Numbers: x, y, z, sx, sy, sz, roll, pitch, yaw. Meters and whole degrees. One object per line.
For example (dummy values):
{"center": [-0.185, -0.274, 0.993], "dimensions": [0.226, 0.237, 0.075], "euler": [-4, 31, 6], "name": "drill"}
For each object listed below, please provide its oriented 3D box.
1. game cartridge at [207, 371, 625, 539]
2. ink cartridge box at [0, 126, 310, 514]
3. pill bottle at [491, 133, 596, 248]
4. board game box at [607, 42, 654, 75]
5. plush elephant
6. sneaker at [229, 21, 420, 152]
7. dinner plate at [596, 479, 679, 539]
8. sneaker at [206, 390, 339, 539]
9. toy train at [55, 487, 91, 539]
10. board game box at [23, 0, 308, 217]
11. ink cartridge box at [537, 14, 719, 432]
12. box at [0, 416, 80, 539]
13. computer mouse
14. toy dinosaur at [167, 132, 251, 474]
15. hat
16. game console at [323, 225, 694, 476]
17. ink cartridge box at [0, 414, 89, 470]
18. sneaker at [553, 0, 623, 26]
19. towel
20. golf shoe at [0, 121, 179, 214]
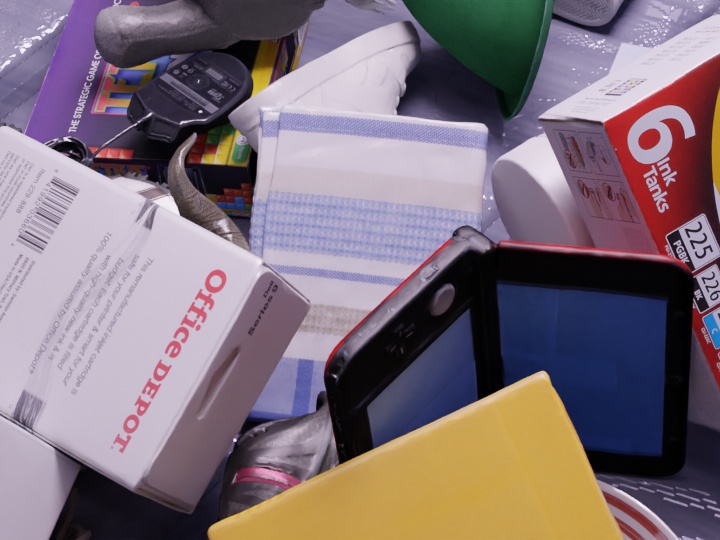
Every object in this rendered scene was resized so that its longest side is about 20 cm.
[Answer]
{"center": [0.044, 0.173, 1.031], "dimensions": [0.199, 0.032, 0.177], "euler": [-25, 86, 4], "name": "game cartridge"}
{"center": [-0.151, 0.029, 1.130], "dimensions": [0.199, 0.084, 0.146], "euler": [28, 84, 25], "name": "ink cartridge box"}
{"center": [0.187, -0.071, 1.202], "dimensions": [0.199, 0.114, 0.114], "euler": [-28, 52, -16], "name": "pill bottle"}
{"center": [0.235, -0.050, 1.281], "dimensions": [0.198, 0.041, 0.201], "euler": [13, 53, 18], "name": "board game box"}
{"center": [-0.081, -0.242, 1.340], "dimensions": [0.199, 0.165, 0.155], "euler": [0, 50, -17], "name": "plush elephant"}
{"center": [0.001, -0.091, 1.329], "dimensions": [0.116, 0.074, 0.200], "euler": [56, 39, -2], "name": "sneaker"}
{"center": [0.093, 0.207, 1.063], "dimensions": [0.199, 0.024, 0.201], "euler": [-4, 69, 11], "name": "dinner plate"}
{"center": [-0.051, 0.138, 1.130], "dimensions": [0.083, 0.077, 0.200], "euler": [27, 41, 24], "name": "sneaker"}
{"center": [-0.129, 0.207, 1.095], "dimensions": [0.115, 0.085, 0.201], "euler": [14, 44, -2], "name": "toy train"}
{"center": [-0.135, -0.133, 1.391], "dimensions": [0.164, 0.057, 0.201], "euler": [4, 50, 9], "name": "board game box"}
{"center": [0.225, -0.039, 1.115], "dimensions": [0.175, 0.201, 0.084], "euler": [-31, 15, -15], "name": "ink cartridge box"}
{"center": [-0.261, 0.167, 1.067], "dimensions": [0.124, 0.097, 0.201], "euler": [12, 72, 37], "name": "box"}
{"center": [-0.146, -0.084, 1.278], "dimensions": [0.059, 0.034, 0.200], "euler": [37, 54, 27], "name": "computer mouse"}
{"center": [-0.101, 0.022, 1.203], "dimensions": [0.102, 0.077, 0.201], "euler": [9, 76, 19], "name": "toy dinosaur"}
{"center": [0.030, -0.204, 1.334], "dimensions": [0.175, 0.166, 0.200], "euler": [8, 33, -7], "name": "hat"}
{"center": [0.084, 0.083, 1.082], "dimensions": [0.118, 0.201, 0.172], "euler": [32, 60, 30], "name": "game console"}
{"center": [-0.245, 0.072, 1.253], "dimensions": [0.161, 0.050, 0.200], "euler": [-19, 33, -8], "name": "ink cartridge box"}
{"center": [0.129, -0.262, 1.463], "dimensions": [0.199, 0.074, 0.116], "euler": [30, 56, 18], "name": "sneaker"}
{"center": [0.000, 0.000, 1.209], "dimensions": [0.146, 0.024, 0.201], "euler": [5, 90, 13], "name": "towel"}
{"center": [-0.187, -0.023, 1.276], "dimensions": [0.199, 0.078, 0.095], "euler": [19, 39, 18], "name": "golf shoe"}
